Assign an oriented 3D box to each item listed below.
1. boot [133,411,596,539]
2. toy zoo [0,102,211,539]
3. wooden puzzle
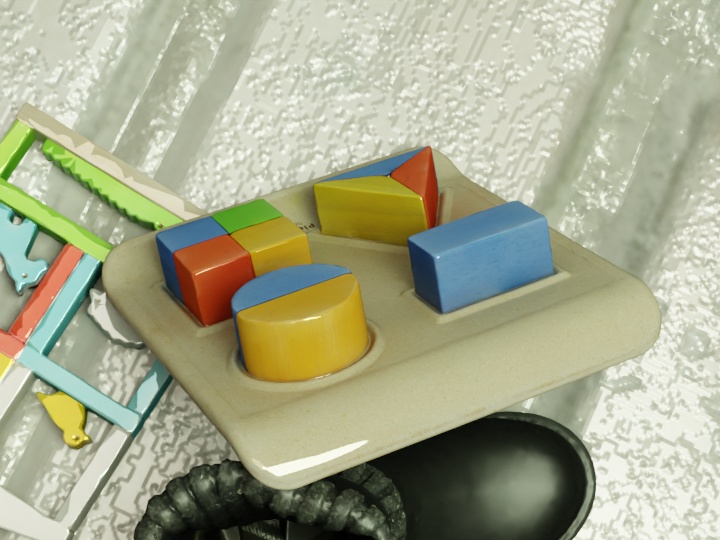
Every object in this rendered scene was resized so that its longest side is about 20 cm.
[{"bbox_3d":[0.011,0.107,0.716,0.210,0.158,0.080,-16,79,-7],"label":"boot"},{"bbox_3d":[-0.156,0.037,0.790,0.131,0.020,0.200,32,77,3],"label":"toy zoo"},{"bbox_3d":[0.000,0.000,0.721,0.184,0.200,0.046,-19,120,-19],"label":"wooden puzzle"}]
